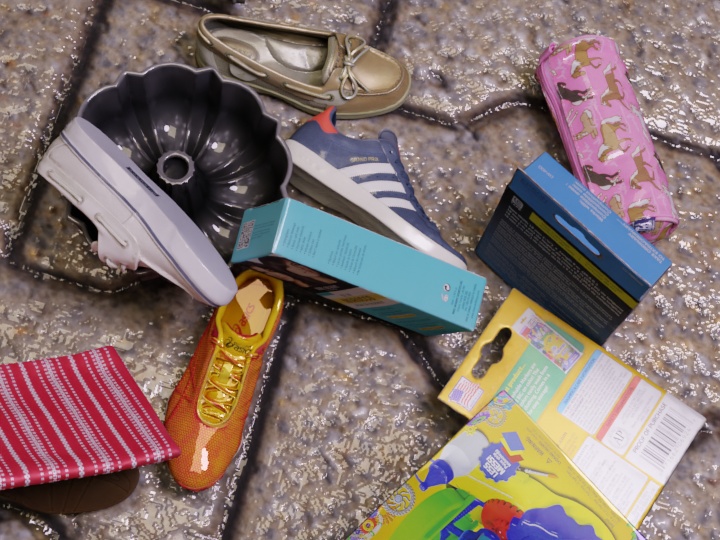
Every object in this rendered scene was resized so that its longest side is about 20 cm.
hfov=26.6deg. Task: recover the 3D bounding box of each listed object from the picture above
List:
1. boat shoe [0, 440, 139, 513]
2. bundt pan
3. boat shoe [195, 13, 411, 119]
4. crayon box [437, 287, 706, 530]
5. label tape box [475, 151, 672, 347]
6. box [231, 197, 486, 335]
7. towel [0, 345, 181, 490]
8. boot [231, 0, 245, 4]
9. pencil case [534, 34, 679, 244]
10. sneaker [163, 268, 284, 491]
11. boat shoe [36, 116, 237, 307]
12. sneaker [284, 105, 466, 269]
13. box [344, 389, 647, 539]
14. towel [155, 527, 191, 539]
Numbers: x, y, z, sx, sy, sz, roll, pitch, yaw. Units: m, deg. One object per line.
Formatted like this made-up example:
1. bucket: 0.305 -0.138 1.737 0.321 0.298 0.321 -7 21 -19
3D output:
1. boat shoe: -0.279 0.146 1.234 0.200 0.072 0.072 7 35 -21
2. bundt pan: -0.161 -0.075 1.325 0.202 0.076 0.202 2 71 -6
3. boat shoe: -0.051 -0.191 1.385 0.200 0.063 0.073 15 70 -1
4. crayon box: 0.177 0.124 1.308 0.200 0.052 0.126 35 71 5
5. label tape box: 0.183 -0.022 1.280 0.144 0.200 0.063 42 72 8
6. box: 0.000 0.000 1.273 0.200 0.082 0.049 21 75 -26
7. towel: -0.260 0.116 1.206 0.200 0.023 0.145 -6 37 -31
8. boot: -0.209 -0.314 1.406 0.200 0.073 0.182 -5 58 -15
9. pencil case: 0.222 -0.114 1.381 0.083 0.087 0.200 -21 72 20
10. sneaker: -0.118 0.086 1.276 0.073 0.077 0.200 16 72 -2
11. boat shoe: -0.186 -0.033 1.241 0.200 0.071 0.070 45 100 6
12. sneaker: 0.026 -0.073 1.347 0.200 0.075 0.085 38 72 6
13. box: 0.112 0.232 1.199 0.193 0.122 0.200 -44 83 -1
14. towel: -0.195 0.307 1.214 0.200 0.034 0.133 -27 75 -14
